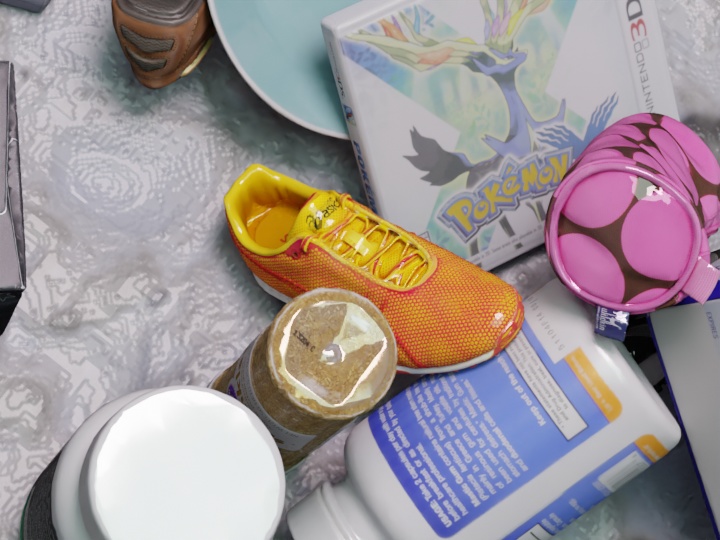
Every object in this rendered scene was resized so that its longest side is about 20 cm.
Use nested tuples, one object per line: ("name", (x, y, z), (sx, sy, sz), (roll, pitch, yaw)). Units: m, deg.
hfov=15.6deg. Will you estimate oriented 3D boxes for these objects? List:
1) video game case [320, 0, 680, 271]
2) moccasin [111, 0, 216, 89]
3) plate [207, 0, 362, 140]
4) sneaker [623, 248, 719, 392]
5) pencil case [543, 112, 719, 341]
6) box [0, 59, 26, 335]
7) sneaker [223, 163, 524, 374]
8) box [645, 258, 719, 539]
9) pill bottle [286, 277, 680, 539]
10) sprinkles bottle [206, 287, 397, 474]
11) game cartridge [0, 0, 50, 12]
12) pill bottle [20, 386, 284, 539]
("video game case", (0.087, -0.097, 1.490), (0.200, 0.022, 0.183), (-26, 120, -18))
("moccasin", (-0.083, -0.186, 1.495), (0.074, 0.078, 0.202), (13, 54, 5))
("plate", (-0.001, -0.172, 1.472), (0.200, 0.026, 0.201), (-1, 92, -28))
("sneaker", (0.161, 0.020, 1.509), (0.200, 0.076, 0.088), (-38, 83, -19))
("pencil case", (0.153, -0.030, 1.419), (0.094, 0.200, 0.091), (20, 107, 6))
("box", (-0.284, -0.036, 1.385), (0.200, 0.115, 0.132), (-1, 76, -16))
("sneaker", (0.000, 0.000, 1.415), (0.200, 0.077, 0.073), (20, 63, 36))
("box", (0.273, 0.061, 1.449), (0.200, 0.105, 0.184), (-29, 105, -43))
("pill bottle", (0.062, 0.104, 1.416), (0.200, 0.112, 0.112), (-36, 87, 6))
("sprinkles bottle", (-0.036, 0.062, 1.378), (0.068, 0.200, 0.068), (3, 75, -14))
("game cartridge", (-0.203, -0.253, 1.501), (0.133, 0.041, 0.200), (15, 73, -14))
("pill bottle", (-0.106, 0.123, 1.337), (0.113, 0.200, 0.113), (3, 76, -13))
